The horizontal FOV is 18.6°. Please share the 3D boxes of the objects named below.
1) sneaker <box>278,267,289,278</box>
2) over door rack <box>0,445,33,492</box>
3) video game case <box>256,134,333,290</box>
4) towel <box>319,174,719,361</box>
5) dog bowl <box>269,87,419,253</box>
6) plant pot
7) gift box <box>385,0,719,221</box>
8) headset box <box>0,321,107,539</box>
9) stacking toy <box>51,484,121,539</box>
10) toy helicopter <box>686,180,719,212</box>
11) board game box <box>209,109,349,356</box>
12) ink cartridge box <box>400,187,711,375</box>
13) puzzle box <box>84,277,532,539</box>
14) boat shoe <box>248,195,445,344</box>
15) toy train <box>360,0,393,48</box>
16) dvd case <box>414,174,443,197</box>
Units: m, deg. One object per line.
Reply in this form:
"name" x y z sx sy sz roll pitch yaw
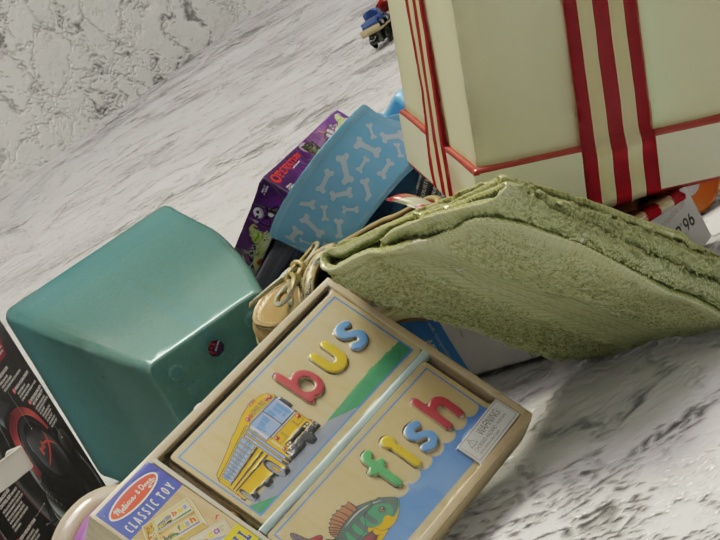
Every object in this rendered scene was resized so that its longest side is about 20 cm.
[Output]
"sneaker" 0.000 0.008 1.521 0.080 0.071 0.200 -20 15 22
"over door rack" -0.220 0.190 1.144 0.200 0.148 0.067 -23 13 35
"video game case" -0.018 -0.044 1.614 0.143 0.019 0.200 -61 -11 15
"towel" 0.093 0.005 1.124 0.148 0.199 0.037 -19 61 47
"dog bowl" 0.021 -0.073 1.390 0.200 0.050 0.112 -43 -11 -42
"plant pot" -0.118 0.060 1.447 0.141 0.142 0.200 -35 19 -16
"gift box" 0.095 -0.119 1.187 0.199 0.188 0.185 -12 17 -4
"headset box" -0.214 0.128 1.252 0.075 0.200 0.149 -27 14 15
"stacking toy" -0.084 0.157 1.126 0.085 0.086 0.200 -38 18 -28
"toy helicopter" 0.211 -0.138 1.373 0.200 0.132 0.079 -45 12 2
"board game box" -0.065 -0.012 1.604 0.120 0.032 0.200 -41 -20 -51
"ink cartridge box" 0.122 -0.006 1.287 0.200 0.068 0.116 -19 17 44
"puzzle box" -0.022 0.099 1.068 0.200 0.133 0.025 -46 -18 -38
"boat shoe" 0.000 0.000 1.277 0.200 0.063 0.073 -22 39 42
"toy train" 0.042 -0.331 2.794 0.034 0.046 0.200 -24 14 27
"dvd case" 0.074 -0.062 1.401 0.146 0.022 0.201 -37 -30 -51
